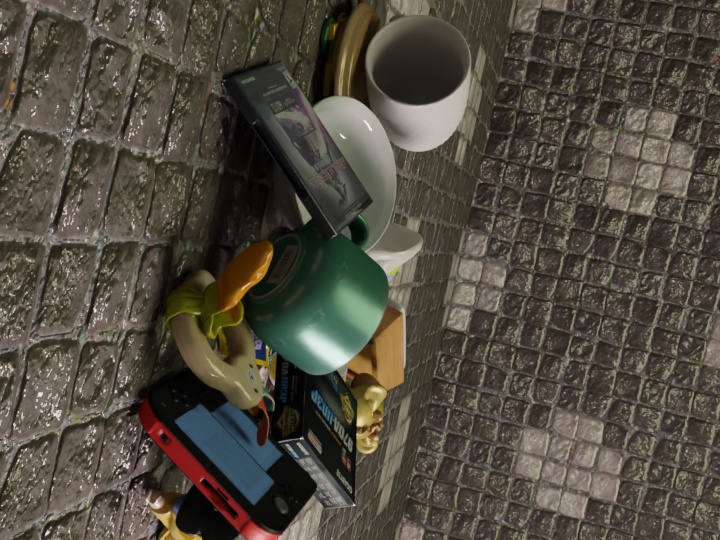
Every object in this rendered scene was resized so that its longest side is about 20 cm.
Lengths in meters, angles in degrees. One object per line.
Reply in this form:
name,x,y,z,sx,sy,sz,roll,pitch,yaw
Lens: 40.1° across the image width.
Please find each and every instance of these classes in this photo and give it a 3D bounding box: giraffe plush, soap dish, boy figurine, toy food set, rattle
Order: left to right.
boy figurine,-0.189,0.285,1.097,0.065,0.124,0.200,-58,-173,-31
rattle,-0.103,0.078,1.045,0.201,0.142,0.130,58,5,-13
giraffe plush,-0.033,0.199,1.556,0.173,0.161,0.201,83,23,-57
toy food set,-0.011,-0.289,1.418,0.200,0.048,0.200,-47,146,-64
soap dish,-0.003,0.109,1.649,0.081,0.157,0.201,-49,154,-30

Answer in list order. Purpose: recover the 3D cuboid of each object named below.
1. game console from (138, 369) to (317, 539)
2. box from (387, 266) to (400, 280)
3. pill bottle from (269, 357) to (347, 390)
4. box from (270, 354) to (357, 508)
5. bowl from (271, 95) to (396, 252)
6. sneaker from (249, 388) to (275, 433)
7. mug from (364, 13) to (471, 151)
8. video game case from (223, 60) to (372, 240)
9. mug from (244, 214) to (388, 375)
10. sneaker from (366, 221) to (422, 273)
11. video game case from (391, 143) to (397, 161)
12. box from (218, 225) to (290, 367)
game console,-0.138,0.192,1.065,0.031,0.200,0.177,-45,176,18
box,-0.007,-0.013,1.461,0.200,0.121,0.048,119,-28,-75
pill bottle,-0.071,0.114,1.418,0.114,0.113,0.202,-44,146,-67
box,-0.056,0.194,1.280,0.201,0.046,0.160,62,23,-48
bowl,-0.049,-0.117,1.261,0.200,0.090,0.203,0,90,-50
sneaker,-0.137,0.212,1.218,0.078,0.078,0.200,-33,178,33
mug,0.077,-0.277,1.429,0.176,0.146,0.202,80,-6,-68
video game case,-0.065,-0.140,1.112,0.201,0.019,0.143,56,25,-6
mug,-0.061,0.015,1.132,0.152,0.114,0.186,-39,-146,21
sneaker,0.000,0.000,1.320,0.199,0.075,0.089,-25,138,-37
video game case,0.032,-0.157,1.785,0.201,0.019,0.144,-63,161,-46
box,-0.110,0.029,1.261,0.201,0.069,0.065,-62,161,-48
